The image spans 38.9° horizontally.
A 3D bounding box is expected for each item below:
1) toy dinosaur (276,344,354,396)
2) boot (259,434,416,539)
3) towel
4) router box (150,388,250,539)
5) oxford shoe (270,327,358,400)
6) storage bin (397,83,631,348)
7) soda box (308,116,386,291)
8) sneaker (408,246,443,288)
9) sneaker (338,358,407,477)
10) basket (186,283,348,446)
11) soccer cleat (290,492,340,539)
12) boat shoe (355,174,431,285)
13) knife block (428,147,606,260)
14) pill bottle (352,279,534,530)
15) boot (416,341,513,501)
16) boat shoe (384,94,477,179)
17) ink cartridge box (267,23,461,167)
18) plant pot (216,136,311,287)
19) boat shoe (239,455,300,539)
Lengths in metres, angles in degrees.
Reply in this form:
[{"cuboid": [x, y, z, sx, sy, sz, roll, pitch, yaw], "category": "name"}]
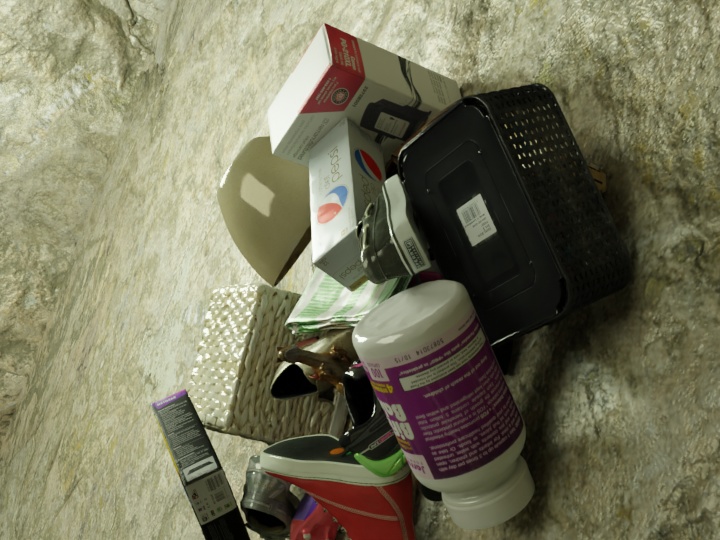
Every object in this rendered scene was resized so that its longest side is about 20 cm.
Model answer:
[{"cuboid": [-0.004, 0.122, 1.099, 0.105, 0.200, 0.061, -19, 39, 42], "category": "toy dinosaur"}, {"cuboid": [-0.023, 0.254, 1.073, 0.198, 0.072, 0.147, 2, 107, 42], "category": "boot"}, {"cuboid": [0.000, 0.000, 1.120, 0.199, 0.023, 0.154, -13, 44, 57], "category": "towel"}, {"cuboid": [-0.184, 0.265, 1.231, 0.149, 0.050, 0.202, 52, 160, 50], "category": "router box"}, {"cuboid": [-0.024, 0.101, 1.138, 0.199, 0.071, 0.075, -33, 10, 40], "category": "oxford shoe"}, {"cuboid": [0.134, -0.048, 0.912, 0.135, 0.093, 0.203, -34, 77, 51], "category": "storage bin"}, {"cuboid": [-0.012, -0.075, 1.115, 0.068, 0.063, 0.202, -38, 34, 26], "category": "soda box"}, {"cuboid": [0.042, -0.008, 1.194, 0.199, 0.081, 0.090, -15, 56, 53], "category": "sneaker"}, {"cuboid": [0.027, 0.100, 1.001, 0.077, 0.083, 0.202, -49, 20, 46], "category": "sneaker"}, {"cuboid": [-0.115, 0.124, 1.316, 0.199, 0.159, 0.202, -4, 71, 64], "category": "basket"}, {"cuboid": [-0.026, 0.250, 1.172, 0.201, 0.066, 0.077, -57, 25, 33], "category": "soccer cleat"}, {"cuboid": [0.025, -0.040, 0.976, 0.063, 0.071, 0.200, -25, 13, 8], "category": "boat shoe"}, {"cuboid": [0.142, -0.055, 1.034, 0.178, 0.063, 0.200, -66, 27, 13], "category": "knife block"}, {"cuboid": [0.079, 0.120, 0.894, 0.111, 0.202, 0.112, -24, 14, 6], "category": "pill bottle"}, {"cuboid": [0.066, 0.128, 1.065, 0.199, 0.068, 0.192, 6, 82, 66], "category": "boot"}, {"cuboid": [0.072, -0.119, 1.168, 0.200, 0.067, 0.072, -45, 73, 29], "category": "boat shoe"}, {"cuboid": [0.009, -0.183, 1.221, 0.145, 0.198, 0.085, -50, 36, 35], "category": "ink cartridge box"}, {"cuboid": [-0.111, -0.099, 1.348, 0.202, 0.134, 0.200, -55, 0, 1], "category": "plant pot"}, {"cuboid": [-0.114, 0.289, 1.229, 0.203, 0.073, 0.065, 98, -170, -58], "category": "boat shoe"}]
